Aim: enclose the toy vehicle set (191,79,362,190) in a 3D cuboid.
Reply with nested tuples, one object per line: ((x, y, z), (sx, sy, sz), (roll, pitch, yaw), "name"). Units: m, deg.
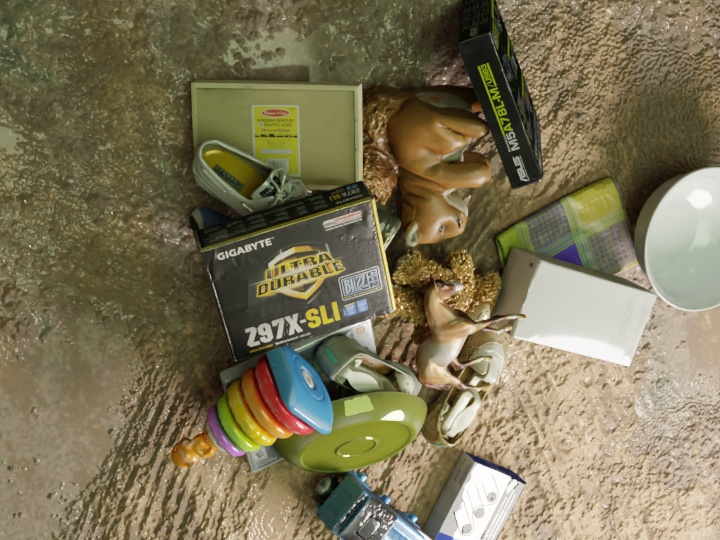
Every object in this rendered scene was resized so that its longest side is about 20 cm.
((-0.098, -0.159, 1.471), (0.200, 0.027, 0.124), (3, 106, 7), "toy vehicle set")

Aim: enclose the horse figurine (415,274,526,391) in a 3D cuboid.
((0.120, 0.096, 1.587), (0.132, 0.050, 0.200), (6, 133, -19), "horse figurine")

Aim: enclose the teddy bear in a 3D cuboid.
((0.103, 0.035, 1.600), (0.145, 0.067, 0.200), (-53, 135, 0), "teddy bear")

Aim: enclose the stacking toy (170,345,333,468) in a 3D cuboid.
((-0.142, 0.179, 1.485), (0.200, 0.116, 0.110), (-33, 141, 11), "stacking toy")

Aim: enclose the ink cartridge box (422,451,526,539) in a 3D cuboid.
((0.144, 0.363, 1.752), (0.094, 0.044, 0.200), (24, 95, -24), "ink cartridge box")

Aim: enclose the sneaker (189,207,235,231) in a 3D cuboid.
((-0.110, -0.029, 1.498), (0.200, 0.076, 0.077), (29, 103, 2), "sneaker")

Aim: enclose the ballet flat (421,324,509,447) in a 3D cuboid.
((0.154, 0.154, 1.687), (0.070, 0.065, 0.200), (26, 94, -27), "ballet flat")

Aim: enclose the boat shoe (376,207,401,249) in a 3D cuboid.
((-0.001, 0.002, 1.539), (0.060, 0.072, 0.202), (22, 132, 5), "boat shoe")

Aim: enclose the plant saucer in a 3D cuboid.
((-0.008, 0.213, 1.588), (0.200, 0.031, 0.200), (-12, 150, -7), "plant saucer")

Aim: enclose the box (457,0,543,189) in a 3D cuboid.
((0.171, -0.224, 1.518), (0.047, 0.200, 0.193), (-20, 114, 16), "box")

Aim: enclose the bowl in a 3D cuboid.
((0.453, -0.051, 1.732), (0.201, 0.090, 0.201), (-6, 105, -21), "bowl")

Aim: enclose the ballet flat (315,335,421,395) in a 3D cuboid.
((0.020, 0.142, 1.572), (0.067, 0.064, 0.200), (-49, 135, 9), "ballet flat")

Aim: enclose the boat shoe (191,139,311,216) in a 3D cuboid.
((-0.101, -0.088, 1.424), (0.202, 0.086, 0.075), (35, 74, 1), "boat shoe")

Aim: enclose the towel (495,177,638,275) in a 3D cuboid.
((0.286, -0.030, 1.711), (0.200, 0.023, 0.144), (-25, 113, -14), "towel")

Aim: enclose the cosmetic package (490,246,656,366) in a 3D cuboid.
((0.283, 0.049, 1.678), (0.200, 0.081, 0.113), (17, 99, -24), "cosmetic package")

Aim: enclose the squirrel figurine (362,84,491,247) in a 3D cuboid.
((0.062, -0.127, 1.552), (0.200, 0.142, 0.187), (6, 116, -4), "squirrel figurine")

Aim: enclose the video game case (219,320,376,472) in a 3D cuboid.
((-0.067, 0.155, 1.588), (0.200, 0.023, 0.182), (-23, 134, -14), "video game case")

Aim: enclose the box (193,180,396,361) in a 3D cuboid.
((-0.071, 0.002, 1.408), (0.200, 0.049, 0.160), (-17, 126, -8), "box")

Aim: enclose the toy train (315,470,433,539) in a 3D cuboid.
((0.023, 0.345, 1.661), (0.200, 0.114, 0.087), (43, 87, -25), "toy train")
